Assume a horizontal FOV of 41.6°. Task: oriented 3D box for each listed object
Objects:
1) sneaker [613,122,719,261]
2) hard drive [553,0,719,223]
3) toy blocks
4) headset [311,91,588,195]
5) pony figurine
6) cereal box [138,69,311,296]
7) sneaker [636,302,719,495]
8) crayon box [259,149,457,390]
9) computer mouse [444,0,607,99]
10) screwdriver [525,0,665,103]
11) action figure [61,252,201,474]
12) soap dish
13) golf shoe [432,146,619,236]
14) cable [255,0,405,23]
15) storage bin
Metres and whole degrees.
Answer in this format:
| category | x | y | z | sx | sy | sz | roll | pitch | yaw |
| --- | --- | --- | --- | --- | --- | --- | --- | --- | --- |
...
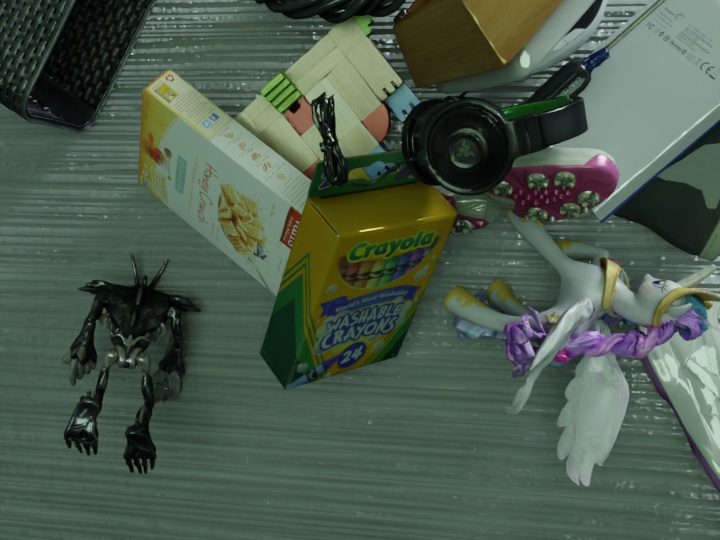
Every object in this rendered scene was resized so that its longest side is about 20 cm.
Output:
| category | x | y | z | sx | sy | sz | roll | pitch | yaw |
| --- | --- | --- | --- | --- | --- | --- | --- | --- | --- |
| sneaker | 0.287 | -0.120 | 0.790 | 0.105 | 0.075 | 0.202 | 23 | 97 | 10 |
| hard drive | 0.239 | -0.149 | 0.789 | 0.200 | 0.025 | 0.133 | -41 | 48 | 10 |
| toy blocks | -0.021 | -0.124 | 0.851 | 0.199 | 0.100 | 0.137 | -40 | 96 | 10 |
| headset | 0.066 | -0.106 | 0.693 | 0.197 | 0.123 | 0.095 | -17 | 103 | -8 |
| pony figurine | 0.167 | 0.046 | 0.770 | 0.199 | 0.167 | 0.194 | 28 | 77 | 43 |
| cereal box | -0.111 | -0.067 | 0.842 | 0.199 | 0.144 | 0.040 | 39 | 58 | 9 |
| sneaker | 0.313 | 0.116 | 0.792 | 0.099 | 0.075 | 0.202 | -30 | 86 | 12 |
| crayon box | 0.000 | 0.000 | 0.781 | 0.052 | 0.124 | 0.202 | 48 | 135 | 33 |
| computer mouse | 0.145 | -0.181 | 0.812 | 0.200 | 0.110 | 0.044 | -42 | 104 | 2 |
| screwdriver | 0.221 | -0.193 | 0.793 | 0.199 | 0.028 | 0.029 | -36 | 79 | 13 |
| action figure | -0.217 | 0.082 | 0.875 | 0.117 | 0.202 | 0.103 | 15 | 135 | -14 |
| soap dish | 0.112 | -0.221 | 0.743 | 0.081 | 0.200 | 0.158 | 42 | 85 | -15 |
| golf shoe | 0.124 | -0.087 | 0.787 | 0.198 | 0.075 | 0.093 | -4 | 57 | 43 |
| cable | -0.012 | -0.258 | 0.809 | 0.197 | 0.165 | 0.051 | -8 | 135 | 13 |
| storage bin | -0.270 | -0.241 | 0.864 | 0.093 | 0.135 | 0.202 | 29 | 97 | 9 |
